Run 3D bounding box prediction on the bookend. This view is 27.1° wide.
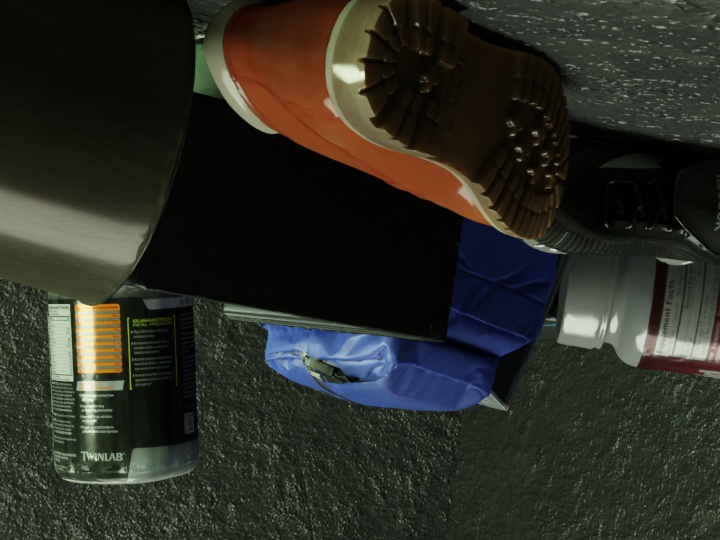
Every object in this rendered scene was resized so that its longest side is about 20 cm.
[{"bbox_3d":[-0.084,-0.027,0.780,0.199,0.093,0.198,12,174,-39],"label":"bookend"}]

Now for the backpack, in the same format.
[{"bbox_3d":[0.000,0.000,0.976,0.199,0.169,0.162,6,164,46],"label":"backpack"}]

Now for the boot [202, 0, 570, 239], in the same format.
[{"bbox_3d":[0.019,-0.070,0.658,0.107,0.075,0.200,9,169,37],"label":"boot"}]

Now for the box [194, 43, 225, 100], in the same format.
[{"bbox_3d":[-0.093,-0.092,0.804,0.199,0.037,0.144,5,175,24],"label":"box"}]

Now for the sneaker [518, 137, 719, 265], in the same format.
[{"bbox_3d":[0.165,-0.038,0.830,0.199,0.067,0.090,7,175,-42],"label":"sneaker"}]

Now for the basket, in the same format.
[{"bbox_3d":[-0.186,-0.074,0.585,0.199,0.137,0.180,14,179,-24],"label":"basket"}]

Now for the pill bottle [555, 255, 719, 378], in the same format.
[{"bbox_3d":[0.246,0.020,1.081,0.199,0.115,0.114,8,176,5],"label":"pill bottle"}]

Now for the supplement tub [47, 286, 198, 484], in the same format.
[{"bbox_3d":[-0.199,0.072,1.252,0.122,0.201,0.123,-1,-179,0],"label":"supplement tub"}]

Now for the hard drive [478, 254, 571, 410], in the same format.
[{"bbox_3d":[0.049,0.010,1.076,0.042,0.136,0.200,23,179,-44],"label":"hard drive"}]

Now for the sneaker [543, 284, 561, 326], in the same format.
[{"bbox_3d":[0.092,0.010,1.179,0.199,0.074,0.082,15,169,2],"label":"sneaker"}]
